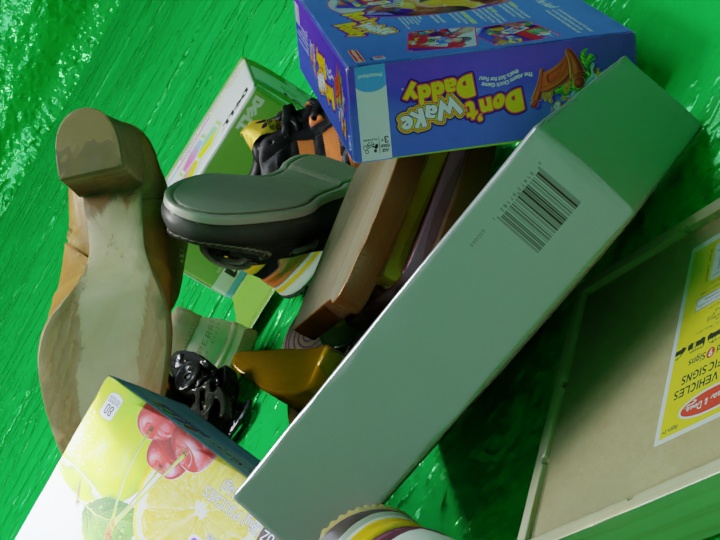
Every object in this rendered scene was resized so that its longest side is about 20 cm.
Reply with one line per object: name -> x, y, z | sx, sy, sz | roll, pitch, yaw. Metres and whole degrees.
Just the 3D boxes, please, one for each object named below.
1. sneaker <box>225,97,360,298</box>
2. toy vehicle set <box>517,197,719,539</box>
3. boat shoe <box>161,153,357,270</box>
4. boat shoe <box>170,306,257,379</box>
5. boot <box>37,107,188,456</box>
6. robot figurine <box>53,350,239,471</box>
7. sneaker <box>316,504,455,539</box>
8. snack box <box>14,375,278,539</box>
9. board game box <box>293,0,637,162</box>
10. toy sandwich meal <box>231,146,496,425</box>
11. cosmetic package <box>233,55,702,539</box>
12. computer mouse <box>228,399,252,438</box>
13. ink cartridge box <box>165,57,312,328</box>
sneaker -> -0.025, -0.082, 1.061 | 0.201, 0.090, 0.070 | -55, 18, 14
toy vehicle set -> 0.130, 0.024, 0.567 | 0.200, 0.026, 0.125 | -36, 29, 52
boat shoe -> -0.051, -0.024, 0.950 | 0.200, 0.066, 0.057 | -21, -51, -64
boat shoe -> -0.133, 0.072, 1.146 | 0.200, 0.065, 0.073 | -39, 27, 61
boot -> -0.122, 0.018, 0.916 | 0.144, 0.070, 0.203 | 53, -148, -77
robot figurine -> -0.104, 0.133, 0.893 | 0.145, 0.058, 0.200 | -41, 35, 10
sneaker -> -0.009, 0.189, 0.613 | 0.090, 0.075, 0.202 | 24, 94, 56
snack box -> -0.097, 0.176, 0.764 | 0.168, 0.068, 0.201 | 29, 90, 40
board game box -> 0.045, -0.109, 0.844 | 0.200, 0.133, 0.045 | -115, 18, -69
toy sandwich meal -> 0.000, 0.000, 0.894 | 0.206, 0.070, 0.206 | -51, 19, 26
cosmetic package -> 0.047, 0.014, 0.686 | 0.200, 0.052, 0.151 | -51, -3, 26
computer mouse -> -0.121, 0.164, 1.006 | 0.141, 0.046, 0.201 | -51, 20, 23
ink cartridge box -> -0.084, -0.055, 1.205 | 0.148, 0.075, 0.200 | -57, 16, 10
